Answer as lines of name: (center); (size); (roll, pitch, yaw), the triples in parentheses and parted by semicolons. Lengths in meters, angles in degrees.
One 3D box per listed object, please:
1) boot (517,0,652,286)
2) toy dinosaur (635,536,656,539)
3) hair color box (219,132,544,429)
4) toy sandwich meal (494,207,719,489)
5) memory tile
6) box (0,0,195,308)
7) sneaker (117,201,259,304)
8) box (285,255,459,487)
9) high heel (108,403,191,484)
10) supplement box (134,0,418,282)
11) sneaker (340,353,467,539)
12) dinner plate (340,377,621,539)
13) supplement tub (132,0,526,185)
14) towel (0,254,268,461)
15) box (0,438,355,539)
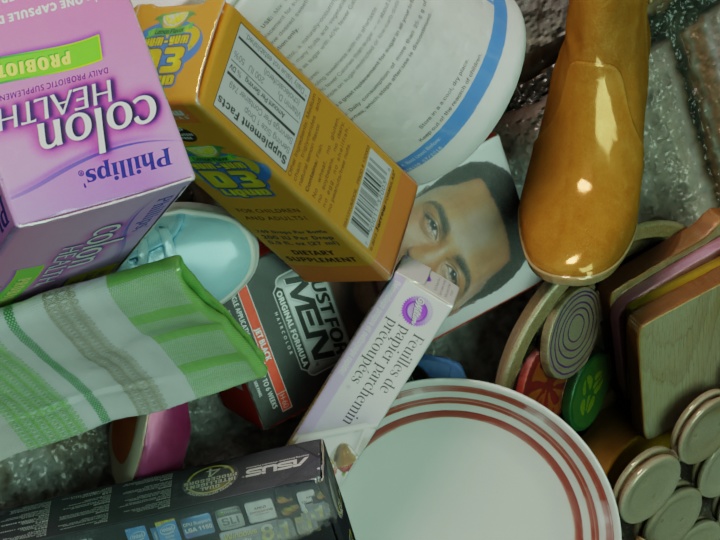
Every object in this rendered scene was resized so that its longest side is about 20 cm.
boot: (0.130, -0.102, 1.648); (0.071, 0.201, 0.144); (6, 130, 9)
toy dinosaur: (0.157, 0.230, 1.812); (0.101, 0.058, 0.200); (20, 123, -23)
hair color box: (0.000, 0.000, 1.677); (0.200, 0.061, 0.102); (-29, 113, -19)
toy sandwich meal: (0.168, 0.058, 1.744); (0.205, 0.070, 0.206); (-27, 134, -31)
memory tile: (0.233, 0.129, 1.811); (0.153, 0.017, 0.200); (-45, 145, -7)
box: (-0.180, -0.098, 1.450); (0.096, 0.176, 0.200); (-17, 81, -23)
sneaker: (-0.149, 0.017, 1.559); (0.199, 0.082, 0.074); (-16, 104, -3)
box: (-0.011, 0.086, 1.627); (0.039, 0.041, 0.200); (31, 108, -2)
high heel: (-0.096, 0.131, 1.651); (0.096, 0.067, 0.201); (3, 107, -18)
supplement box: (-0.050, -0.067, 1.535); (0.200, 0.066, 0.069); (44, 56, -45)
sneaker: (0.012, 0.140, 1.723); (0.082, 0.071, 0.200); (12, 109, 4)
dinner plate: (0.052, 0.155, 1.673); (0.200, 0.024, 0.201); (2, 108, 6)
supplement tub: (-0.019, -0.144, 1.590); (0.200, 0.132, 0.132); (31, 87, -31)
towel: (-0.163, 0.056, 1.529); (0.199, 0.031, 0.149); (-17, 154, 12)
box: (-0.095, 0.189, 1.617); (0.199, 0.049, 0.162); (-12, 117, 6)
